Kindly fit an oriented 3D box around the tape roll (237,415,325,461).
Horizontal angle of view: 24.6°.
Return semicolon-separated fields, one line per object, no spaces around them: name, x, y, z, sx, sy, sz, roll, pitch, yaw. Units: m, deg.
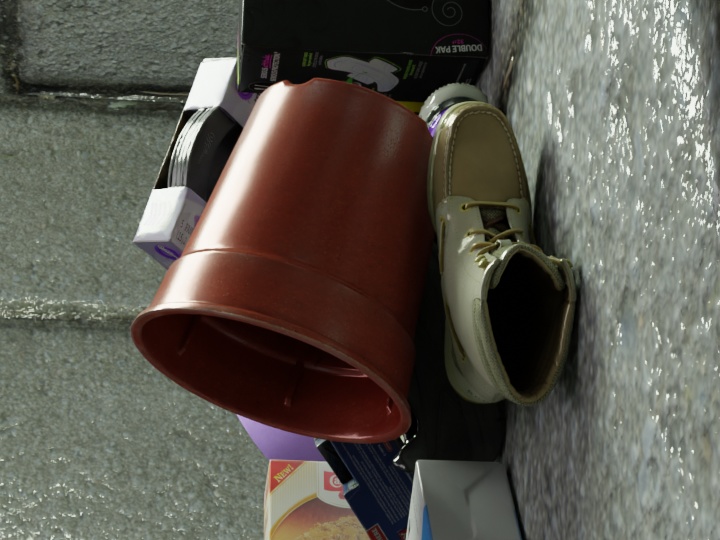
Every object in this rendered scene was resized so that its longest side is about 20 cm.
tape roll;-0.052;0.154;1.752;0.066;0.200;0.201;-42;21;14

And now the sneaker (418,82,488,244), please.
sneaker;0.067;-0.032;1.265;0.100;0.069;0.202;-106;17;-53

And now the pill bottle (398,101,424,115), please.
pill bottle;0.029;-0.136;1.477;0.109;0.108;0.203;-149;61;-83

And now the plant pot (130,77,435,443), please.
plant pot;-0.033;-0.012;1.142;0.201;0.199;0.197;107;-179;-67

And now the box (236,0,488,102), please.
box;-0.001;-0.228;1.363;0.124;0.197;0.150;119;153;-76

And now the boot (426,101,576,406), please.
boot;0.089;-0.015;1.043;0.155;0.071;0.203;155;113;-83

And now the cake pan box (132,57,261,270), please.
cake pan box;-0.100;-0.060;1.445;0.200;0.052;0.186;44;-126;-43

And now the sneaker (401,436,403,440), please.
sneaker;0.011;0.152;1.655;0.201;0.079;0.072;-99;13;-63

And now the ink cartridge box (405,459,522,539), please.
ink cartridge box;0.066;0.249;1.170;0.116;0.066;0.202;-99;13;-59

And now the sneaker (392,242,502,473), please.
sneaker;0.036;0.055;1.216;0.076;0.090;0.202;108;145;-65

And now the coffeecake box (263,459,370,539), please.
coffeecake box;-0.010;0.276;1.472;0.073;0.152;0.202;103;168;-56

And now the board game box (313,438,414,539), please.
board game box;0.011;0.161;1.368;0.201;0.061;0.200;57;178;1
